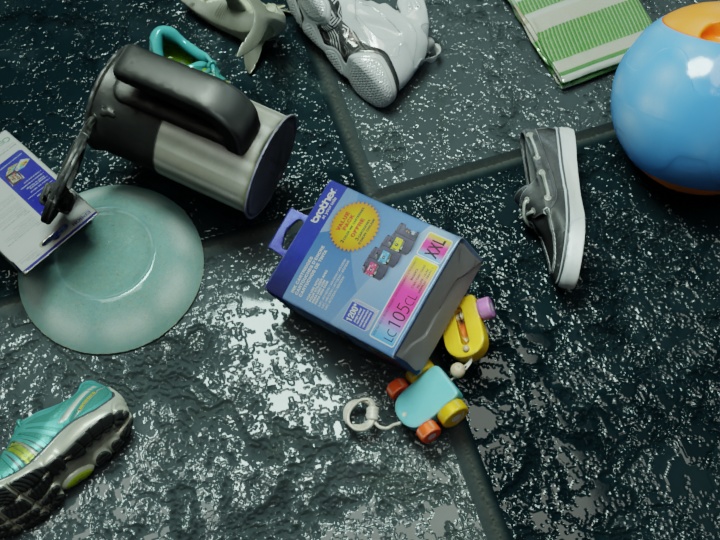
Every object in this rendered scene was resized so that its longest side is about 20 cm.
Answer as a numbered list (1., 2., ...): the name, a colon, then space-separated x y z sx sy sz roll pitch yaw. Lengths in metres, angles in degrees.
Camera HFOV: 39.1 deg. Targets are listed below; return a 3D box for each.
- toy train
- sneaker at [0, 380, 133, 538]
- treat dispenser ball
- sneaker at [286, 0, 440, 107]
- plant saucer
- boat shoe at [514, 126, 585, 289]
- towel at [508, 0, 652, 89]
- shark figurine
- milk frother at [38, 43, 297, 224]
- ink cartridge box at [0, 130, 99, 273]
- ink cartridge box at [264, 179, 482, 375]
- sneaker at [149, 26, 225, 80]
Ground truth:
1. toy train: 0.061 0.079 1.034 0.150 0.056 0.201 7 72 27
2. sneaker: -0.315 0.184 0.982 0.200 0.078 0.080 -37 51 -21
3. treat dispenser ball: 0.367 -0.180 1.070 0.200 0.201 0.201 0 65 0
4. sneaker: 0.003 -0.295 1.178 0.115 0.075 0.200 -39 91 -21
5. plant saucer: -0.269 -0.012 1.078 0.200 0.039 0.202 0 65 1
6. boat shoe: 0.200 -0.071 1.090 0.068 0.072 0.201 3 63 -1
7. towel: 0.260 -0.321 1.234 0.152 0.023 0.200 -21 66 -10
8. shark figurine: -0.123 -0.271 1.167 0.128 0.214 0.090 7 104 -28
9. milk frother: -0.193 -0.105 1.010 0.188 0.180 0.200 24 91 7
10. ink cartridge box: -0.359 -0.067 1.075 0.099 0.039 0.200 -41 54 -16
11. ink cartridge box: 0.000 0.000 1.021 0.200 0.076 0.137 25 81 32
12. sneaker: -0.173 -0.193 1.132 0.077 0.080 0.200 -40 73 -16
